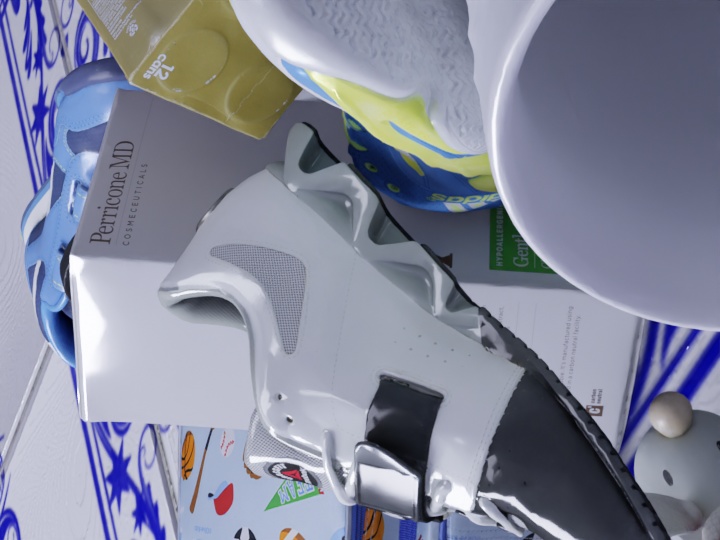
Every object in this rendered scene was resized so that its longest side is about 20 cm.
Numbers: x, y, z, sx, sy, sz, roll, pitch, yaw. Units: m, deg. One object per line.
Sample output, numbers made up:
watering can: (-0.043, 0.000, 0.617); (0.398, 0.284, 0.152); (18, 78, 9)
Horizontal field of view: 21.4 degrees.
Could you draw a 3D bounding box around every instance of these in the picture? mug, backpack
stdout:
mug: (0.102, -0.079, 0.528); (0.176, 0.147, 0.201); (-94, -6, -46)
backpack: (0.011, 0.112, 0.815); (0.200, 0.153, 0.192); (-13, 82, 60)

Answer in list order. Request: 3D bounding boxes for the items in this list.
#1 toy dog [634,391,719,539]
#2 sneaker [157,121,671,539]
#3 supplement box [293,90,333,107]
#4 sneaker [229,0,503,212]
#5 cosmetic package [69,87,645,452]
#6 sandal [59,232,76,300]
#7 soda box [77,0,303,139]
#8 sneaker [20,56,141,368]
toy dog: (0.127, 0.081, 0.610); (0.200, 0.132, 0.097); (14, 134, 57)
sneaker: (0.015, 0.049, 0.589); (0.200, 0.088, 0.074); (45, 172, 28)
supplement box: (0.039, -0.105, 0.756); (0.199, 0.101, 0.104); (-8, 75, 32)
sneaker: (0.015, -0.053, 0.601); (0.105, 0.199, 0.076); (-21, 63, 41)
cosmetic package: (0.000, 0.000, 0.705); (0.108, 0.199, 0.085); (-86, 0, -50)
sandal: (-0.028, -0.006, 0.799); (0.075, 0.199, 0.045); (85, 179, -61)
soda box: (-0.005, -0.141, 0.610); (0.200, 0.068, 0.064); (-48, 52, 17)
sneaker: (-0.108, -0.025, 0.861); (0.200, 0.073, 0.083); (118, 150, -57)
